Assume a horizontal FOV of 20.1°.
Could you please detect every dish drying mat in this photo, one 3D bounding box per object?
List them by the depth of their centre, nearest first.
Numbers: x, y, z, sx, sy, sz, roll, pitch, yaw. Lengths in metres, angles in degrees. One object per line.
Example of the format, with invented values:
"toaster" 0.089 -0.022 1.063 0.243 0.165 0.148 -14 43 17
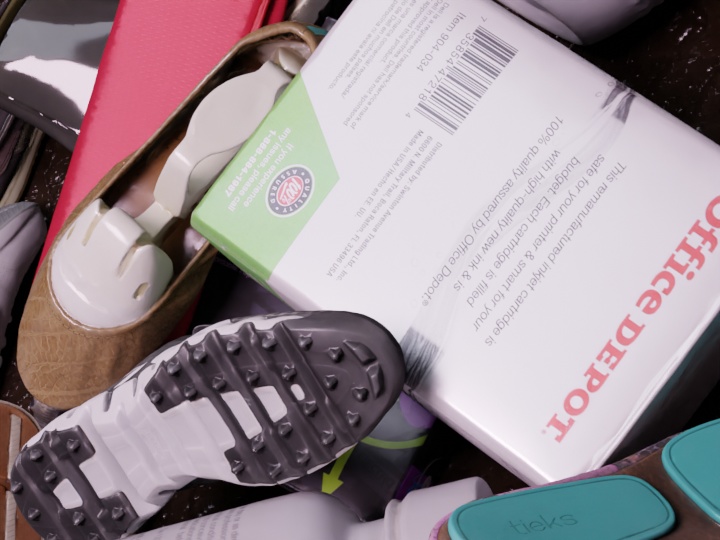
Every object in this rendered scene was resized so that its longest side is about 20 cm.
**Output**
"dish drying mat" -0.088 -0.064 0.910 0.076 0.018 0.202 13 79 13

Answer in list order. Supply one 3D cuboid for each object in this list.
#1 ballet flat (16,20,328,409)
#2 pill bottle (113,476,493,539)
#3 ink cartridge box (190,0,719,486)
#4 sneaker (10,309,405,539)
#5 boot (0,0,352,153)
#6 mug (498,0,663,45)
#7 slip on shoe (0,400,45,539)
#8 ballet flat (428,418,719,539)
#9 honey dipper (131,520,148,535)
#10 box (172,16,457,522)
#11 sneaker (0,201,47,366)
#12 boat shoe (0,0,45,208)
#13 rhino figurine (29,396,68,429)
"ballet flat" -0.078 -0.029 0.854 0.068 0.072 0.200 41 83 7
"pill bottle" -0.037 0.148 0.786 0.198 0.115 0.115 -16 49 10
"ink cartridge box" 0.056 -0.013 0.817 0.200 0.084 0.146 36 86 23
"sneaker" -0.052 0.049 0.813 0.199 0.067 0.090 -26 10 38
"boot" -0.081 -0.130 0.965 0.138 0.078 0.201 30 70 10
"mug" 0.114 -0.196 0.886 0.176 0.147 0.200 -57 7 3
"slip on shoe" -0.173 0.155 0.860 0.061 0.075 0.201 133 142 -55
"ballet flat" 0.111 0.099 0.728 0.199 0.072 0.069 -13 38 -24
"honey dipper" -0.090 0.149 0.909 0.038 0.038 0.200 -43 46 5
"box" 0.000 0.000 0.897 0.142 0.036 0.201 24 79 25
"sneaker" -0.222 0.043 1.072 0.070 0.080 0.201 -12 34 42
"boat shoe" -0.217 -0.085 1.158 0.073 0.065 0.201 15 72 43
"rhino figurine" -0.115 0.010 0.999 0.059 0.088 0.201 21 72 6
